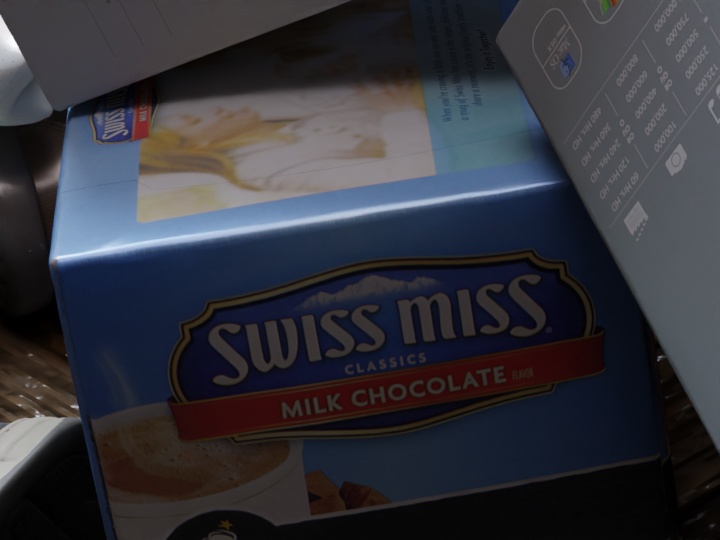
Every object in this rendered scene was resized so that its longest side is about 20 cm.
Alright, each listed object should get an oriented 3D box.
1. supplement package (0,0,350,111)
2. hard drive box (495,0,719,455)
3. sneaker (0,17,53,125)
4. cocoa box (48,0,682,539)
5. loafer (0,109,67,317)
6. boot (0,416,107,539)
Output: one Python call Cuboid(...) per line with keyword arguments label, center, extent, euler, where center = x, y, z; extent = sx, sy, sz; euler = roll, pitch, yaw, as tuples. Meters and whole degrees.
Cuboid(label="supplement package", center=(0.002, -0.137, 0.670), extent=(0.199, 0.114, 0.110), euler=(-19, 24, 23))
Cuboid(label="hard drive box", center=(0.141, 0.003, 0.590), extent=(0.155, 0.077, 0.201), euler=(2, 48, -35))
Cuboid(label="sneaker", center=(-0.077, -0.108, 0.902), extent=(0.080, 0.071, 0.200), euler=(25, 54, 24))
Cuboid(label="cocoa box", center=(0.000, 0.000, 0.730), extent=(0.132, 0.132, 0.200), euler=(-9, 27, 1))
Cuboid(label="loafer", center=(-0.094, -0.052, 0.941), extent=(0.071, 0.073, 0.200), euler=(-8, 37, -7))
Cuboid(label="boot", center=(-0.165, 0.082, 0.687), extent=(0.150, 0.074, 0.200), euler=(7, 27, 27))
